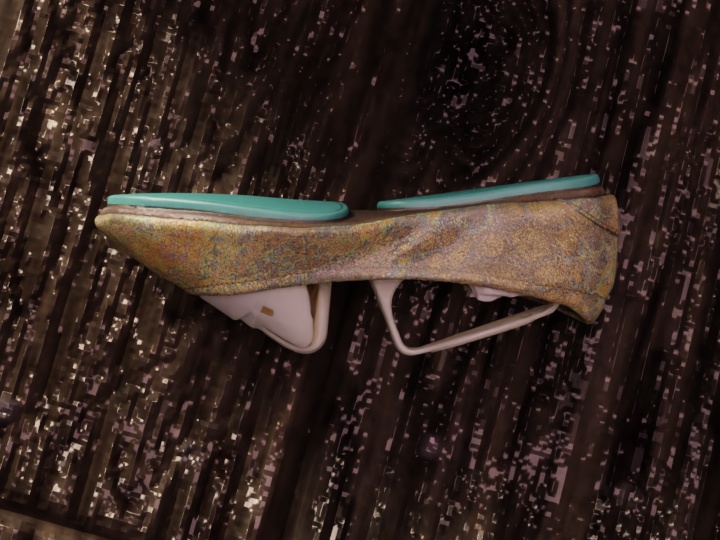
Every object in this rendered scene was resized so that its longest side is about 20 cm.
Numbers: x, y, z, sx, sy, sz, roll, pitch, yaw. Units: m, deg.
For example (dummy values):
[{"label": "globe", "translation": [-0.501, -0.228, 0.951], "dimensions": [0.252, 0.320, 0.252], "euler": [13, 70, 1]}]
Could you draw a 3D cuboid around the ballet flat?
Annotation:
[{"label": "ballet flat", "translation": [0.000, 0.000, 0.879], "dimensions": [0.198, 0.071, 0.071], "euler": [-2, 78, -3]}]
